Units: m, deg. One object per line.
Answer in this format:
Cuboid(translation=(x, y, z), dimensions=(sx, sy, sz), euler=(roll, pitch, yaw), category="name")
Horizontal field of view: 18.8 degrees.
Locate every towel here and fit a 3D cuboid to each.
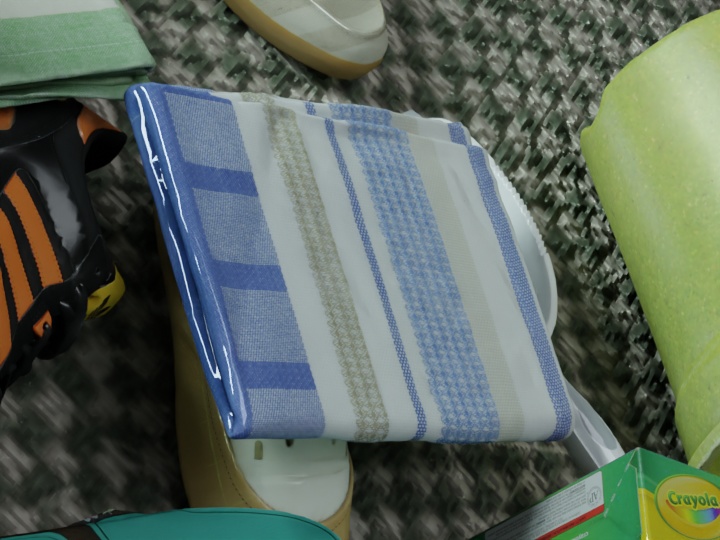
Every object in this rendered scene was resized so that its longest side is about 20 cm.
Cuboid(translation=(-0.178, -0.131, 0.800), dimensions=(0.152, 0.023, 0.200), euler=(-10, 54, -43), category="towel")
Cuboid(translation=(0.000, 0.000, 0.836), dimensions=(0.199, 0.024, 0.148), euler=(4, 61, -49), category="towel")

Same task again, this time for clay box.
Cuboid(translation=(0.151, 0.139, 0.908), dimensions=(0.199, 0.115, 0.048), euler=(21, 52, -33), category="clay box")

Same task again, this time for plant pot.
Cuboid(translation=(0.198, -0.017, 1.009), dimensions=(0.200, 0.200, 0.185), euler=(-3, 56, -42), category="plant pot")

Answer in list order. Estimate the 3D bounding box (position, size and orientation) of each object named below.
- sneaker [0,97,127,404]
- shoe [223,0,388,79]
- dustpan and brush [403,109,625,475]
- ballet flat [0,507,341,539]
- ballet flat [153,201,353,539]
Cuboid(translation=(-0.125, 0.010, 0.766), dimensions=(0.090, 0.070, 0.201), euler=(19, 52, -22), category="sneaker")
Cuboid(translation=(-0.051, -0.172, 0.961), dimensions=(0.200, 0.053, 0.070), euler=(51, 43, -5), category="shoe")
Cuboid(translation=(0.051, 0.020, 0.931), dimensions=(0.139, 0.057, 0.201), euler=(-25, 84, -47), category="dustpan and brush")
Cuboid(translation=(-0.093, 0.122, 0.742), dimensions=(0.199, 0.064, 0.076), euler=(-1, 30, -38), category="ballet flat")
Cuboid(translation=(-0.039, 0.039, 0.837), dimensions=(0.068, 0.063, 0.201), euler=(-1, 66, -35), category="ballet flat")
